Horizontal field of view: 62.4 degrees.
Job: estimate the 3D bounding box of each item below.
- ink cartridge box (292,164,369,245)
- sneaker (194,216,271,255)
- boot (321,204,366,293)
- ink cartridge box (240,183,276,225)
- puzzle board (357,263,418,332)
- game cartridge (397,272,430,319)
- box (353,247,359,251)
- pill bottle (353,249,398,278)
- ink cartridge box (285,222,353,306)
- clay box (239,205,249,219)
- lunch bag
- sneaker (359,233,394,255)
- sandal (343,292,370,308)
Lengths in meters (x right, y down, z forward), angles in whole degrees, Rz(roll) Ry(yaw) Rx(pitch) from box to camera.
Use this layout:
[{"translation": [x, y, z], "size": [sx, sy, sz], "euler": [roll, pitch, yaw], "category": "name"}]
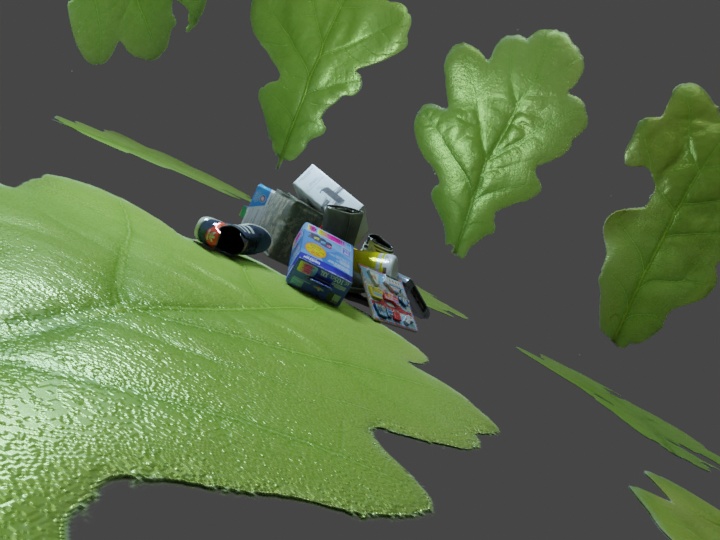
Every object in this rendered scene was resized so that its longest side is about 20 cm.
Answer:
[{"translation": [-0.076, -0.169, 1.606], "size": [0.199, 0.084, 0.145], "euler": [41, -13, 20], "category": "ink cartridge box"}, {"translation": [-0.255, -0.060, 1.270], "size": [0.084, 0.076, 0.198], "euler": [28, 14, 37], "category": "sneaker"}, {"translation": [-0.028, -0.052, 1.481], "size": [0.179, 0.204, 0.072], "euler": [9, 10, -29], "category": "boot"}, {"translation": [-0.260, -0.162, 1.885], "size": [0.197, 0.150, 0.145], "euler": [25, 5, -11], "category": "ink cartridge box"}, {"translation": [0.073, 0.070, 1.493], "size": [0.199, 0.017, 0.153], "euler": [22, 45, -51], "category": "puzzle board"}, {"translation": [0.127, 0.066, 1.796], "size": [0.132, 0.041, 0.201], "euler": [21, -24, 38], "category": "game cartridge"}, {"translation": [-0.048, -0.029, 1.889], "size": [0.157, 0.050, 0.200], "euler": [25, -16, 2], "category": "box"}, {"translation": [0.000, 0.000, 1.641], "size": [0.196, 0.112, 0.109], "euler": [8, 0, 14], "category": "pill bottle"}, {"translation": [-0.089, -0.008, 1.336], "size": [0.134, 0.077, 0.201], "euler": [25, 30, -15], "category": "ink cartridge box"}, {"translation": [-0.349, -0.180, 2.220], "size": [0.114, 0.048, 0.199], "euler": [30, 6, 24], "category": "clay box"}, {"translation": [-0.204, -0.116, 1.575], "size": [0.116, 0.166, 0.199], "euler": [25, 5, -35], "category": "lunch bag"}, {"translation": [0.008, -0.055, 1.720], "size": [0.196, 0.118, 0.076], "euler": [6, 25, 18], "category": "sneaker"}, {"translation": [0.018, 0.068, 1.564], "size": [0.075, 0.046, 0.199], "euler": [28, 4, 40], "category": "sandal"}]
